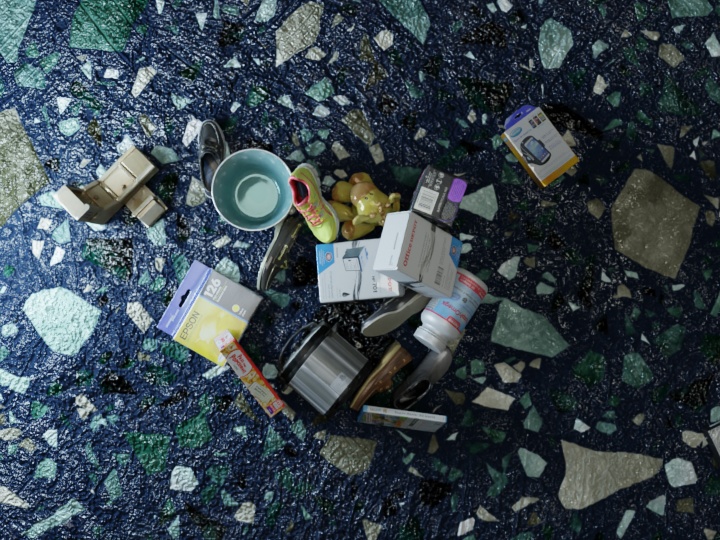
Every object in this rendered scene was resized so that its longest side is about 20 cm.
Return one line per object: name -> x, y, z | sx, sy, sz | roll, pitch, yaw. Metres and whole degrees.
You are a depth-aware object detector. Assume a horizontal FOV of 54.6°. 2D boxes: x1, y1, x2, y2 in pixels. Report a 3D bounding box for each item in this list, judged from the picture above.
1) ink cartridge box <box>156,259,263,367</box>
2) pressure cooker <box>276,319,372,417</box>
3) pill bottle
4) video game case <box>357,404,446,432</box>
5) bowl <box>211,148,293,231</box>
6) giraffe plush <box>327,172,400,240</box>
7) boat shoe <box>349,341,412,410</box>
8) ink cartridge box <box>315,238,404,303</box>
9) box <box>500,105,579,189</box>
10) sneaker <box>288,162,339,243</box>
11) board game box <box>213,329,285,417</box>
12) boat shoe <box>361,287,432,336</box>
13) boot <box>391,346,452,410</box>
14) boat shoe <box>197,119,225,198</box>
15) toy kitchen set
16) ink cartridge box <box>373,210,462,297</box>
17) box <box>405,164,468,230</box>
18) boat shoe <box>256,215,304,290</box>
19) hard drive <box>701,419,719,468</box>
ink cartridge box -> -0.374, 0.105, 1.730 | 0.199, 0.047, 0.198 | 29, 87, -4
pressure cooker -> -0.092, 0.225, 1.667 | 0.200, 0.179, 0.176 | 39, 44, 3
pill bottle -> 0.220, 0.100, 1.723 | 0.109, 0.109, 0.200 | 34, 81, -1
video game case -> 0.097, 0.360, 1.692 | 0.199, 0.143, 0.018 | 8, 68, -3
bowl -> -0.260, -0.191, 1.724 | 0.200, 0.105, 0.202 | 0, 87, -4
giraffe plush -> 0.016, -0.155, 1.707 | 0.199, 0.162, 0.173 | 28, 85, -1
boat shoe -> 0.051, 0.271, 1.729 | 0.067, 0.072, 0.200 | 39, 83, 2
ink cartridge box -> 0.000, 0.000, 1.716 | 0.199, 0.086, 0.147 | -6, 86, 13
box -> 0.457, -0.325, 1.805 | 0.119, 0.041, 0.200 | -36, 87, -5
sneaker -> -0.121, -0.151, 1.663 | 0.078, 0.090, 0.201 | -21, 100, 28
board game box -> -0.265, 0.240, 1.651 | 0.046, 0.151, 0.200 | -37, 104, -11
boat shoe -> 0.084, 0.096, 1.758 | 0.199, 0.073, 0.063 | -31, 50, -1
boot -> 0.160, 0.266, 1.705 | 0.070, 0.132, 0.200 | 42, 85, 1
boat shoe -> -0.375, -0.282, 1.742 | 0.070, 0.066, 0.201 | 0, 87, -3
toy kitchen set -> -0.571, -0.181, 1.668 | 0.163, 0.180, 0.200 | 45, 90, -1
ink cartridge box -> 0.138, -0.035, 1.648 | 0.200, 0.084, 0.145 | 27, 71, -39
box -> 0.177, -0.167, 1.698 | 0.106, 0.200, 0.123 | 22, 85, -1
boat shoe -> -0.200, -0.040, 1.734 | 0.060, 0.072, 0.202 | 19, 83, 2
hard drive -> 0.982, 0.470, 1.785 | 0.139, 0.038, 0.201 | -24, 89, -4
